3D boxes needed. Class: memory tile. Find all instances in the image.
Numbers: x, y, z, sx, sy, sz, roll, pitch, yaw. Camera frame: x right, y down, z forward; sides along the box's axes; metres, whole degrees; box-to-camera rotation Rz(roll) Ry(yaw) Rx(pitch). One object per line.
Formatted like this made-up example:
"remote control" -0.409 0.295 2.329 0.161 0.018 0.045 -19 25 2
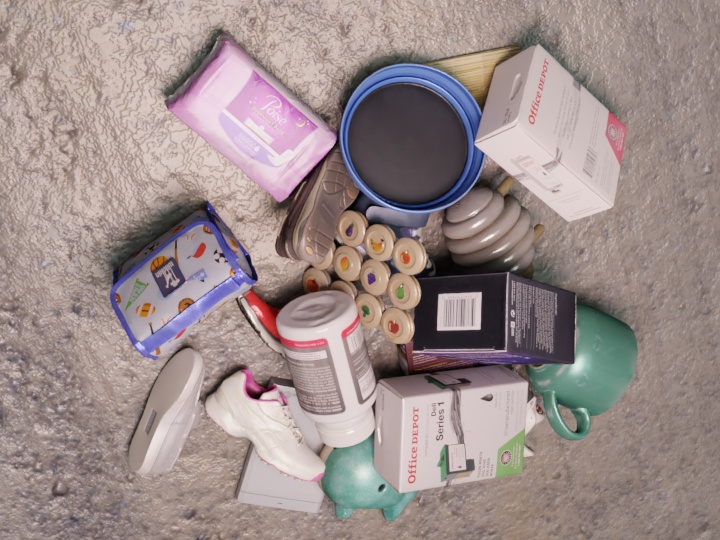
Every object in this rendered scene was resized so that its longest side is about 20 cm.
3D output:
"memory tile" 0.000 0.000 1.357 0.017 0.200 0.153 -16 123 -48

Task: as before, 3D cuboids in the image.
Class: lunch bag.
"lunch bag" -0.226 0.015 1.292 0.170 0.200 0.124 -37 114 2

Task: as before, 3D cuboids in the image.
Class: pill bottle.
"pill bottle" -0.039 0.137 1.367 0.111 0.111 0.200 -17 116 -7

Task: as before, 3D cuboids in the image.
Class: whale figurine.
"whale figurine" 0.025 0.317 1.508 0.159 0.104 0.200 -48 127 -8

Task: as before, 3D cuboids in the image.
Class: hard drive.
"hard drive" -0.097 0.265 1.508 0.132 0.027 0.200 13 105 -18

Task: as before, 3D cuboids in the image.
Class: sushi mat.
"sushi mat" 0.133 -0.246 1.387 0.200 0.012 0.096 -13 111 -10

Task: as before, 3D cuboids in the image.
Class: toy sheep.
"toy sheep" 0.180 -0.055 1.409 0.138 0.138 0.200 -38 108 2

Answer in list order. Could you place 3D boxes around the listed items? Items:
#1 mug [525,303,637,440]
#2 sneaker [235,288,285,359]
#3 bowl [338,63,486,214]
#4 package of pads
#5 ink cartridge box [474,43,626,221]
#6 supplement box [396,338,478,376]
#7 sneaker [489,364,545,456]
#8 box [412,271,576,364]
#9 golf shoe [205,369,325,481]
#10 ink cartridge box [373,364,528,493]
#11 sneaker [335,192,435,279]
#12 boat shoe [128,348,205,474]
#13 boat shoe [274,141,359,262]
"mug" 0.317 0.136 1.480 0.114 0.185 0.152 25 126 -18
"sneaker" -0.096 0.076 1.422 0.085 0.077 0.200 -47 124 0
"bowl" 0.067 -0.172 1.329 0.201 0.039 0.201 2 83 -13
"package of pads" -0.140 -0.197 1.303 0.200 0.076 0.121 39 99 -23
"ink cartridge box" 0.260 -0.184 1.358 0.200 0.083 0.147 35 57 -27
"supplement box" 0.120 0.173 1.510 0.109 0.061 0.200 -12 113 -11
"sneaker" 0.236 0.193 1.524 0.088 0.074 0.200 2 112 15
"box" 0.186 0.070 1.368 0.200 0.148 0.104 14 75 -50
"golf shoe" -0.123 0.221 1.431 0.200 0.075 0.092 37 102 -4
"ink cartridge box" 0.127 0.222 1.420 0.200 0.084 0.146 -5 105 -22
"sneaker" 0.079 -0.047 1.407 0.200 0.081 0.146 37 103 -16
"boat shoe" -0.259 0.204 1.428 0.068 0.072 0.200 17 99 -41
"boat shoe" -0.061 -0.096 1.326 0.073 0.200 0.075 -3 136 34
